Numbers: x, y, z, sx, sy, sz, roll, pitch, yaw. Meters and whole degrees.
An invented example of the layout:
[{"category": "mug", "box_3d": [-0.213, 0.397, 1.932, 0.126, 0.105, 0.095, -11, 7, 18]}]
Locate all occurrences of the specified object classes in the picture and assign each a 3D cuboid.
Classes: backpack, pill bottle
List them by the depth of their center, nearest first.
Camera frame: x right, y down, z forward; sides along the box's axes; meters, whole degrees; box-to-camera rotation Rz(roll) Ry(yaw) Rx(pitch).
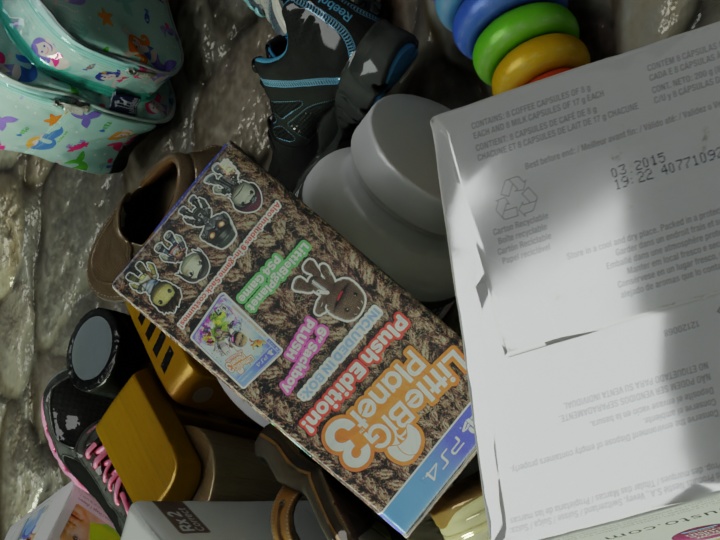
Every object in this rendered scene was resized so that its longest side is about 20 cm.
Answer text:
[{"category": "pill bottle", "box_3d": [0.000, 0.000, 1.448, 0.200, 0.115, 0.116, -55, 45, 34]}, {"category": "backpack", "box_3d": [-0.232, -0.171, 1.721, 0.151, 0.199, 0.179, -45, 50, 41]}]

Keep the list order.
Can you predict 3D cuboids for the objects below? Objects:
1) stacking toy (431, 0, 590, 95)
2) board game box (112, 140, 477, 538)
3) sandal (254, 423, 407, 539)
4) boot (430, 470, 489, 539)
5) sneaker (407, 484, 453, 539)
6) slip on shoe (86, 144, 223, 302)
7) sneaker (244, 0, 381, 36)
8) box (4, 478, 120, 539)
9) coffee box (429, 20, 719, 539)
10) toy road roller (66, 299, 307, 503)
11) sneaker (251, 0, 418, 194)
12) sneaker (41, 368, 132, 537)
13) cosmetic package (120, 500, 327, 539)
[{"category": "stacking toy", "box_3d": [0.094, -0.124, 1.369, 0.085, 0.085, 0.201, -48, 53, 39]}, {"category": "board game box", "box_3d": [-0.027, 0.035, 1.298, 0.097, 0.200, 0.159, -50, 4, -3]}, {"category": "sandal", "box_3d": [-0.024, 0.140, 1.346, 0.055, 0.082, 0.200, -50, 26, -2]}, {"category": "boot", "box_3d": [0.155, 0.147, 1.242, 0.199, 0.073, 0.156, -25, 95, 10]}, {"category": "sneaker", "box_3d": [0.055, 0.170, 1.356, 0.094, 0.070, 0.200, 83, 162, -55]}, {"category": "slip on shoe", "box_3d": [-0.149, -0.033, 1.705, 0.200, 0.060, 0.077, -26, 65, 50]}, {"category": "sneaker", "box_3d": [-0.042, -0.193, 1.584, 0.087, 0.077, 0.201, 116, 148, -44]}, {"category": "box", "box_3d": [-0.209, 0.262, 1.634, 0.101, 0.112, 0.201, -36, 23, 46]}, {"category": "coffee box", "box_3d": [0.168, 0.021, 1.089, 0.198, 0.198, 0.202, -16, 71, 21]}, {"category": "toy road roller", "box_3d": [-0.089, 0.068, 1.563, 0.146, 0.122, 0.201, -51, 46, 23]}, {"category": "sneaker", "box_3d": [-0.027, -0.109, 1.492, 0.082, 0.073, 0.200, 38, 147, 3]}, {"category": "sneaker", "box_3d": [-0.144, 0.143, 1.600, 0.200, 0.079, 0.095, 53, 173, 10]}, {"category": "cosmetic package", "box_3d": [-0.061, 0.264, 1.457, 0.165, 0.164, 0.201, 40, 118, 48]}]
